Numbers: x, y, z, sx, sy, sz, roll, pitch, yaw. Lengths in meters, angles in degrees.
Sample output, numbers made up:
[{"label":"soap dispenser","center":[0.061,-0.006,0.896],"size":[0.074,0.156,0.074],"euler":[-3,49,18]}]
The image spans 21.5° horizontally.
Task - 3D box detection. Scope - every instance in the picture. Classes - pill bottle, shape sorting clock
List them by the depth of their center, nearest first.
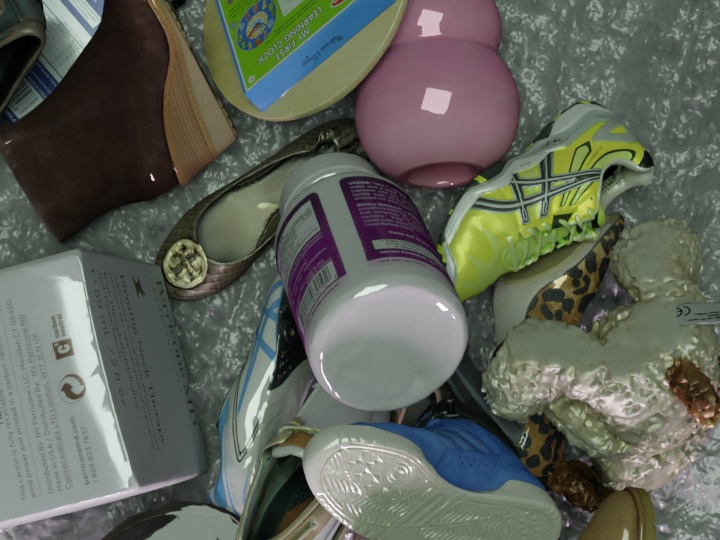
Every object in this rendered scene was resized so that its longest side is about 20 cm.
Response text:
[{"label":"pill bottle","center":[0.000,0.000,1.337],"size":[0.111,0.200,0.113],"euler":[-6,124,-10]},{"label":"shape sorting clock","center":[-0.040,-0.207,1.411],"size":[0.199,0.039,0.202],"euler":[-18,60,35]}]

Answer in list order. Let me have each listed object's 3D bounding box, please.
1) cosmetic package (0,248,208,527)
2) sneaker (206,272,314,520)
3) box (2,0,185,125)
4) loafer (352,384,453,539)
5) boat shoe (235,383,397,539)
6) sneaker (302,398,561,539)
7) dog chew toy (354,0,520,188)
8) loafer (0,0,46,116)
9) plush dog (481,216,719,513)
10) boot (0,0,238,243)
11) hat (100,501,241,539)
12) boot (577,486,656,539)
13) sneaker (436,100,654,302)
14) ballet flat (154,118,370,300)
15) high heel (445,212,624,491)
[{"label":"cosmetic package","center":[-0.224,0.089,1.338],"size":[0.165,0.200,0.169],"euler":[-15,85,8]},{"label":"sneaker","center":[-0.072,0.087,1.411],"size":[0.072,0.072,0.202],"euler":[3,74,35]},{"label":"box","center":[-0.223,-0.212,1.463],"size":[0.200,0.032,0.121],"euler":[-41,84,0]},{"label":"loafer","center":[0.032,0.173,1.397],"size":[0.071,0.063,0.202],"euler":[7,84,2]},{"label":"boat shoe","center":[-0.031,0.139,1.346],"size":[0.074,0.068,0.201],"euler":[5,61,29]},{"label":"sneaker","center":[0.038,0.133,1.309],"size":[0.199,0.111,0.077],"euler":[17,111,-25]},{"label":"dog chew toy","center":[0.053,-0.167,1.408],"size":[0.123,0.125,0.202],"euler":[-5,76,2]},{"label":"loafer","center":[-0.297,-0.124,1.403],"size":[0.200,0.072,0.063],"euler":[-52,44,22]},{"label":"plush dog","center":[0.205,0.089,1.348],"size":[0.200,0.172,0.160],"euler":[-40,56,-14]},{"label":"boot","center":[-0.202,-0.137,1.411],"size":[0.165,0.072,0.201],"euler":[-27,108,0]},{"label":"hat","center":[-0.133,0.275,1.379],"size":[0.199,0.081,0.202],"euler":[-1,69,4]},{"label":"boot","center":[0.085,0.212,1.262],"size":[0.198,0.066,0.177],"euler":[14,96,-14]},{"label":"sneaker","center":[0.133,-0.045,1.382],"size":[0.200,0.076,0.076],"euler":[-43,57,-17]},{"label":"ballet flat","center":[-0.074,-0.049,1.433],"size":[0.199,0.046,0.068],"euler":[-35,83,-2]},{"label":"high heel","center":[0.153,0.062,1.421],"size":[0.200,0.071,0.143],"euler":[-43,113,-19]}]
